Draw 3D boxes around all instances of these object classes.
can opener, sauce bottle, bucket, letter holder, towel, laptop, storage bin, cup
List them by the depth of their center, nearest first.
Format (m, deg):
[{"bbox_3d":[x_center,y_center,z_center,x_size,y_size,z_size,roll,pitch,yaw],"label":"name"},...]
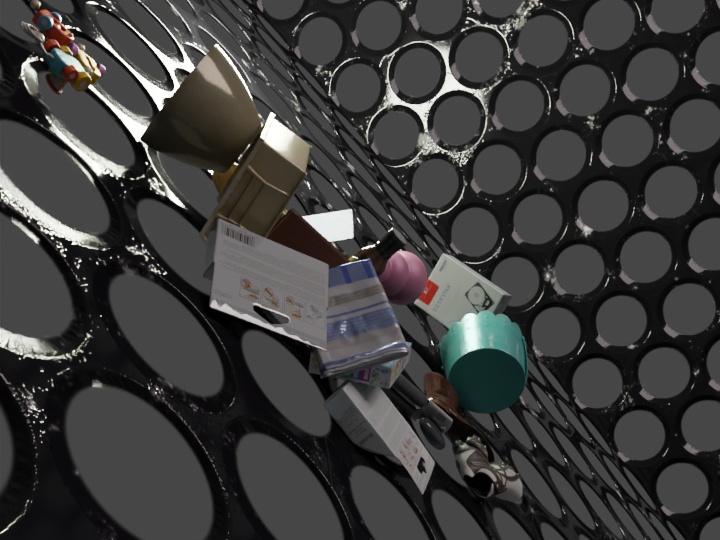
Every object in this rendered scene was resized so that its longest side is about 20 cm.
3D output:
[{"bbox_3d":[-0.019,0.071,1.412,0.024,0.144,0.202,91,-18,-51],"label":"towel"},{"bbox_3d":[-0.170,-0.132,1.471,0.093,0.200,0.201,33,16,-13],"label":"storage bin"},{"bbox_3d":[-0.248,-0.247,1.489,0.143,0.201,0.201,40,15,-13],"label":"cup"},{"bbox_3d":[-0.093,0.025,1.518,0.199,0.142,0.101,41,-19,4],"label":"letter holder"},{"bbox_3d":[0.098,0.245,1.634,0.200,0.052,0.067,45,15,-22],"label":"can opener"},{"bbox_3d":[0.000,0.000,1.664,0.065,0.200,0.065,42,15,-15],"label":"sauce bottle"},{"bbox_3d":[-0.121,-0.127,1.798,0.200,0.116,0.188,46,13,-16],"label":"laptop"},{"bbox_3d":[0.280,0.212,2.028,0.207,0.206,0.136,44,23,-20],"label":"bucket"}]

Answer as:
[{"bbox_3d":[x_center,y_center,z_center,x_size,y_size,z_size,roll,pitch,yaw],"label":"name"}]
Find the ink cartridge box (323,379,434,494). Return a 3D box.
[{"bbox_3d":[0.034,0.257,1.415,0.201,0.047,0.160,53,13,2],"label":"ink cartridge box"}]

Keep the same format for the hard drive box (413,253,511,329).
[{"bbox_3d":[0.262,0.077,2.304,0.199,0.158,0.076,34,10,26],"label":"hard drive box"}]

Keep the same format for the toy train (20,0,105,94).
[{"bbox_3d":[-0.464,-0.330,1.359,0.150,0.056,0.201,44,11,-21],"label":"toy train"}]

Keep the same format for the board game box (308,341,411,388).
[{"bbox_3d":[0.004,0.142,1.474,0.132,0.035,0.200,9,8,11],"label":"board game box"}]

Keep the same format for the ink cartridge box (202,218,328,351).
[{"bbox_3d":[-0.139,0.030,1.338,0.197,0.044,0.176,23,43,-24],"label":"ink cartridge box"}]

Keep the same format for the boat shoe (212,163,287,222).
[{"bbox_3d":[-0.197,-0.124,1.658,0.200,0.074,0.069,47,1,-19],"label":"boat shoe"}]

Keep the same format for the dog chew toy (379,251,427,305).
[{"bbox_3d":[0.067,0.007,2.063,0.199,0.125,0.125,19,31,-51],"label":"dog chew toy"}]

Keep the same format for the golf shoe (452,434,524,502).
[{"bbox_3d":[0.238,0.398,1.677,0.199,0.077,0.095,41,33,-28],"label":"golf shoe"}]

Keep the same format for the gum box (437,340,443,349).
[{"bbox_3d":[0.284,0.238,2.297,0.171,0.044,0.200,52,12,11],"label":"gum box"}]

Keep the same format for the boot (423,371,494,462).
[{"bbox_3d":[0.195,0.297,1.809,0.187,0.064,0.200,48,9,-4],"label":"boot"}]
